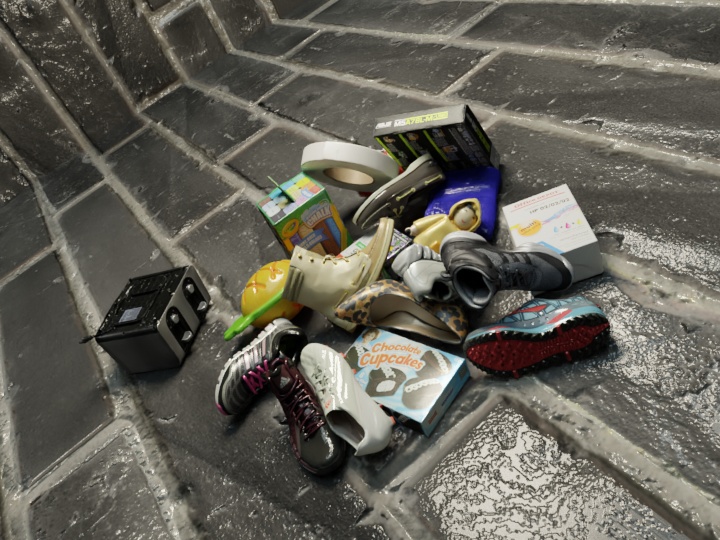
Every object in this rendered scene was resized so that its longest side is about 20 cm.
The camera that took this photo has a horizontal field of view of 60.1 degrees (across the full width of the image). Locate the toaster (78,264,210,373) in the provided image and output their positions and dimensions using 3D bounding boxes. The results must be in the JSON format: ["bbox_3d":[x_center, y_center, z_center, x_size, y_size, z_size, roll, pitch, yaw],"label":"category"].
[{"bbox_3d":[-0.419,0.099,1.252,0.196,0.120,0.183,-11,38,22],"label":"toaster"}]

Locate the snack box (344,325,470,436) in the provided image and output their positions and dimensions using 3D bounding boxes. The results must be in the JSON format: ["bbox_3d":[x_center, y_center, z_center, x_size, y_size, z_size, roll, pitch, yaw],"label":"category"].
[{"bbox_3d":[0.053,0.158,0.932,0.198,0.037,0.116,14,53,44],"label":"snack box"}]

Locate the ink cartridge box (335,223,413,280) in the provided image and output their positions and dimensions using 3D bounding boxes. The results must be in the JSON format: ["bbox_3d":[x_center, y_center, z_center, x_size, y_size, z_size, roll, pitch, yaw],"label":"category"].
[{"bbox_3d":[0.000,0.000,1.146,0.199,0.051,0.109,-37,36,-12],"label":"ink cartridge box"}]

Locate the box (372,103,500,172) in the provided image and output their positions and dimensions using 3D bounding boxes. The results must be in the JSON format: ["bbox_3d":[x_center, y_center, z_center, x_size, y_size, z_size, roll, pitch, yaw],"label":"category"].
[{"bbox_3d":[0.152,-0.242,1.216,0.190,0.199,0.049,1,71,33],"label":"box"}]

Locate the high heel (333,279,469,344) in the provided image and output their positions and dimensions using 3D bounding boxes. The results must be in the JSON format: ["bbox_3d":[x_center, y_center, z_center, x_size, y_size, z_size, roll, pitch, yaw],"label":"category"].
[{"bbox_3d":[0.064,0.076,0.961,0.195,0.073,0.143,-9,30,-10],"label":"high heel"}]

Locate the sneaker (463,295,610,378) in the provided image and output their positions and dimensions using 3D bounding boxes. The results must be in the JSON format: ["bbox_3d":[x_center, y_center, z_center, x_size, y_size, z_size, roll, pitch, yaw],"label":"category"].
[{"bbox_3d":[0.241,0.088,0.876,0.195,0.081,0.096,-13,24,11],"label":"sneaker"}]

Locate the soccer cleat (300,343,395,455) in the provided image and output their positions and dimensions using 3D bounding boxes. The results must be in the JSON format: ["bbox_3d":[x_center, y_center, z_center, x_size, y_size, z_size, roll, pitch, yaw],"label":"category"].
[{"bbox_3d":[-0.033,0.177,0.887,0.077,0.070,0.200,-12,44,-42],"label":"soccer cleat"}]

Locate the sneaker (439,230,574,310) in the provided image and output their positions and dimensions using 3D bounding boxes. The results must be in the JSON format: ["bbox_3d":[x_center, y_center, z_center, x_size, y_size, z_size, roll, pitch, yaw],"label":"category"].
[{"bbox_3d":[0.203,0.012,0.874,0.195,0.077,0.115,13,34,6],"label":"sneaker"}]

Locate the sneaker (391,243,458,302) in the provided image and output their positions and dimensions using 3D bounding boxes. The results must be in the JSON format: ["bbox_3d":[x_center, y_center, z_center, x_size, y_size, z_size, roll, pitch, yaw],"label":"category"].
[{"bbox_3d":[0.140,0.012,0.971,0.197,0.076,0.082,-1,50,-36],"label":"sneaker"}]

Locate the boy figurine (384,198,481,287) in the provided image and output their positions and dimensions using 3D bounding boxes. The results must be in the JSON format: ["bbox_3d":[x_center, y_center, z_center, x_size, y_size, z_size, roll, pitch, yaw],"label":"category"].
[{"bbox_3d":[0.137,-0.041,1.059,0.199,0.125,0.064,-41,-7,1],"label":"boy figurine"}]

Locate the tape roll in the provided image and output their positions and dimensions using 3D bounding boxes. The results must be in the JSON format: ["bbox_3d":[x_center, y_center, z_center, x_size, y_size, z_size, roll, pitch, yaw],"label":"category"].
[{"bbox_3d":[-0.021,-0.202,1.231,0.200,0.201,0.038,5,80,37],"label":"tape roll"}]

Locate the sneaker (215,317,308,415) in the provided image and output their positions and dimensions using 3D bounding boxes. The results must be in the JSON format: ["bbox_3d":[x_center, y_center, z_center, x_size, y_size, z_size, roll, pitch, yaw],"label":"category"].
[{"bbox_3d":[-0.159,0.160,1.040,0.086,0.075,0.200,4,42,45],"label":"sneaker"}]

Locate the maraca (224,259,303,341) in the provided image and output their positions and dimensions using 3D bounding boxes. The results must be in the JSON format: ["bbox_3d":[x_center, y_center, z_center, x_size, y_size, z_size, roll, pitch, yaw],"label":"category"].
[{"bbox_3d":[-0.172,0.058,1.144,0.199,0.108,0.137,-41,7,-10],"label":"maraca"}]

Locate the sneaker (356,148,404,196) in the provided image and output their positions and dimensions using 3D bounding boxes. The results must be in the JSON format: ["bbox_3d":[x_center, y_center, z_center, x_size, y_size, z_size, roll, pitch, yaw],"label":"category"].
[{"bbox_3d":[0.071,-0.231,1.361,0.200,0.078,0.084,-43,43,-18],"label":"sneaker"}]

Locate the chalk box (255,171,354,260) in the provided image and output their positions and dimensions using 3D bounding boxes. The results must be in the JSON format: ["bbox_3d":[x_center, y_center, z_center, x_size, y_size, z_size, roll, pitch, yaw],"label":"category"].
[{"bbox_3d":[-0.116,-0.103,1.220,0.123,0.202,0.125,-34,36,-9],"label":"chalk box"}]

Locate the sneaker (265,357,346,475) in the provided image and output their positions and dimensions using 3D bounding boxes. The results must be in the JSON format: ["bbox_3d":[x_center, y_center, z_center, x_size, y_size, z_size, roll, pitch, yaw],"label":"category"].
[{"bbox_3d":[-0.095,0.201,0.912,0.075,0.117,0.200,-34,36,-9],"label":"sneaker"}]

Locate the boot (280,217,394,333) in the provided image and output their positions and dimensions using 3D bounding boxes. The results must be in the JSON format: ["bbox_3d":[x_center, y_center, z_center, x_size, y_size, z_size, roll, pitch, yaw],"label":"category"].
[{"bbox_3d":[-0.038,-0.016,1.050,0.073,0.153,0.204,-49,-17,-80],"label":"boot"}]

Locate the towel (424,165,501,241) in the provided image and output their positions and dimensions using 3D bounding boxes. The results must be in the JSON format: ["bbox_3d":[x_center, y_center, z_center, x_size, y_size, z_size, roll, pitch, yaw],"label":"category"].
[{"bbox_3d":[0.185,-0.123,1.172,0.145,0.050,0.202,-10,40,26],"label":"towel"}]

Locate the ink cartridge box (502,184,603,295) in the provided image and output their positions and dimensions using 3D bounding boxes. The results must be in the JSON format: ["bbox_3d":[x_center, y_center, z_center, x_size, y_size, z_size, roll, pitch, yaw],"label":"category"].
[{"bbox_3d":[0.301,-0.064,1.006,0.113,0.069,0.202,-19,37,12],"label":"ink cartridge box"}]

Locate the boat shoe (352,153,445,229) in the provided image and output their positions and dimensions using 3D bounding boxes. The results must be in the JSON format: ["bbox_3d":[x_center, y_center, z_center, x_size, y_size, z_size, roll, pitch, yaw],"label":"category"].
[{"bbox_3d":[0.074,-0.139,1.180,0.200,0.072,0.061,-40,81,-9],"label":"boat shoe"}]
